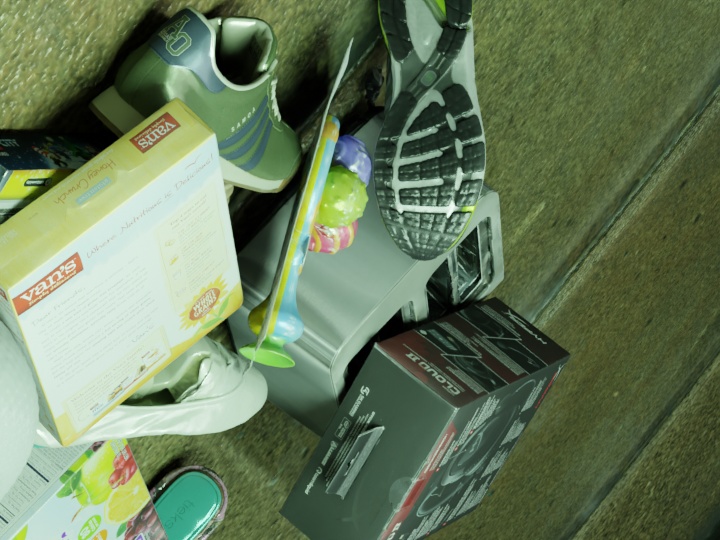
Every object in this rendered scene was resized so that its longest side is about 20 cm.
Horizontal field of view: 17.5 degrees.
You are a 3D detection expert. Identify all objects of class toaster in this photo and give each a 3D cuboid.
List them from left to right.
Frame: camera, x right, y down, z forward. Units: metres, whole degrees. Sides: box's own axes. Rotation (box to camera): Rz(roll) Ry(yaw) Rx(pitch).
[{"bbox_3d":[0.000,0.000,1.603,0.181,0.119,0.200,-47,158,-18],"label":"toaster"}]

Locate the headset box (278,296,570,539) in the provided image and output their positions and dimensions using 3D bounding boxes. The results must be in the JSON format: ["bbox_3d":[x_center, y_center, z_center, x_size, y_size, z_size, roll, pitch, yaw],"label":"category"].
[{"bbox_3d":[0.041,0.113,1.592,0.200,0.077,0.149,-18,141,-58],"label":"headset box"}]

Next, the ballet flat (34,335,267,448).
[{"bbox_3d":[-0.129,0.069,1.464,0.200,0.069,0.069,-6,132,-40],"label":"ballet flat"}]

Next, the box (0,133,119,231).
[{"bbox_3d":[-0.182,-0.012,1.316,0.137,0.038,0.200,-59,158,17],"label":"box"}]

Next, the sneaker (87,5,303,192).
[{"bbox_3d":[-0.072,-0.103,1.361,0.090,0.067,0.200,-52,156,13],"label":"sneaker"}]

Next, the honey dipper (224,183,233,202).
[{"bbox_3d":[-0.121,0.006,1.484,0.038,0.038,0.200,-32,155,-43],"label":"honey dipper"}]

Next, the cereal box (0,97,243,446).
[{"bbox_3d":[-0.137,0.004,1.314,0.144,0.040,0.200,-38,156,-18],"label":"cereal box"}]

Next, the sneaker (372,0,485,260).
[{"bbox_3d":[0.047,-0.102,1.510,0.081,0.074,0.200,66,26,-76],"label":"sneaker"}]

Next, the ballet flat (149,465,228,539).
[{"bbox_3d":[-0.172,0.220,1.676,0.200,0.069,0.071,-47,177,-17],"label":"ballet flat"}]

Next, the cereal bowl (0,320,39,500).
[{"bbox_3d":[-0.253,0.112,1.232,0.200,0.083,0.200,-30,158,-14],"label":"cereal bowl"}]

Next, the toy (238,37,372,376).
[{"bbox_3d":[-0.024,-0.032,1.463,0.115,0.047,0.200,121,-11,-73],"label":"toy"}]

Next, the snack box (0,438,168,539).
[{"bbox_3d":[-0.205,0.179,1.544,0.142,0.053,0.200,-45,157,-16],"label":"snack box"}]
